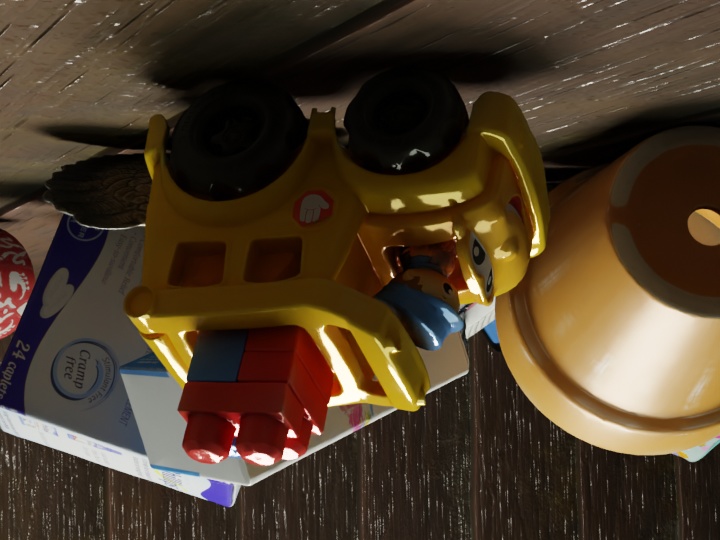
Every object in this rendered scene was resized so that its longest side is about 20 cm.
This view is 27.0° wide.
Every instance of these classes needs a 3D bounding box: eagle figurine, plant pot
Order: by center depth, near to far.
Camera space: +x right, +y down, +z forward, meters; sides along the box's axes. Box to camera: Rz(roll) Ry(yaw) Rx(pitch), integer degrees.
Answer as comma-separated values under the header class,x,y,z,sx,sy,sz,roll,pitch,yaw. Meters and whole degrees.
class,x,y,z,sx,sy,sz,roll,pitch,yaw
eagle figurine,-0.071,-0.035,0.934,0.152,0.151,0.200,-42,127,12
plant pot,0.199,0.001,0.968,0.200,0.200,0.183,-1,160,-4

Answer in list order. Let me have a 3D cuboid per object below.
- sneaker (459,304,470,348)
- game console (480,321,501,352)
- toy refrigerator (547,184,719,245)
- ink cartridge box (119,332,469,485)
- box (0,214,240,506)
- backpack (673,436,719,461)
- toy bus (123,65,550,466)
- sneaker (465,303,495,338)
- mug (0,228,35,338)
class,x,y,z,sx,sy,sz,roll,pitch,yaw
sneaker,0.091,0.022,1.371,0.200,0.114,0.076,-15,-151,28
game console,0.095,0.032,1.655,0.176,0.117,0.200,0,175,-11
toy refrigerator,0.184,-0.026,1.122,0.200,0.070,0.076,4,-177,-1
ink cartridge box,-0.045,0.069,1.061,0.200,0.085,0.144,-22,-169,-34
box,-0.164,0.064,1.187,0.200,0.184,0.105,18,159,1
backpack,0.291,0.068,1.335,0.153,0.176,0.200,15,149,2
toy bus,-0.014,0.012,0.739,0.200,0.192,0.136,-4,144,17
sneaker,0.122,-0.011,1.437,0.200,0.105,0.075,-36,164,32
mug,-0.391,-0.005,1.288,0.133,0.178,0.200,-41,166,17
